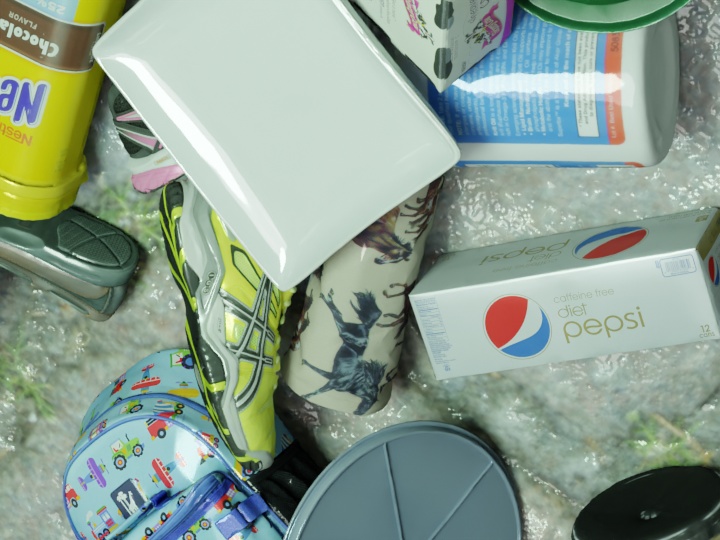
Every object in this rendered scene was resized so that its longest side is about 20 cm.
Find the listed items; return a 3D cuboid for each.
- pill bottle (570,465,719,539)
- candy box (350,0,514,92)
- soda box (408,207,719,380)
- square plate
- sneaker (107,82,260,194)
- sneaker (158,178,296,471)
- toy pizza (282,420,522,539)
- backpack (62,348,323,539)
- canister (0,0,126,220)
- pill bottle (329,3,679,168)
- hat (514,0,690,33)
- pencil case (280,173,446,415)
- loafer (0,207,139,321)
[{"bbox_3d":[0.219,0.240,1.525,0.111,0.112,0.201,-12,110,26],"label":"pill bottle"},{"bbox_3d":[0.002,-0.212,1.305,0.200,0.061,0.137,47,167,15],"label":"candy box"},{"bbox_3d":[0.137,0.015,1.476,0.199,0.068,0.064,-9,111,26],"label":"soda box"},{"bbox_3d":[-0.051,-0.107,1.407,0.198,0.028,0.200,51,136,-3],"label":"square plate"},{"bbox_3d":[-0.090,-0.124,1.499,0.199,0.080,0.087,-27,97,27],"label":"sneaker"},{"bbox_3d":[-0.075,0.035,1.520,0.076,0.075,0.202,-14,105,-14],"label":"sneaker"},{"bbox_3d":[0.024,0.196,1.559,0.032,0.199,0.202,21,129,55],"label":"toy pizza"},{"bbox_3d":[-0.121,0.166,1.618,0.182,0.135,0.200,-37,94,31],"label":"backpack"},{"bbox_3d":[-0.233,-0.156,1.535,0.148,0.087,0.201,27,120,13],"label":"canister"},{"bbox_3d":[0.086,-0.119,1.405,0.198,0.112,0.113,2,115,19],"label":"pill bottle"},{"bbox_3d":[0.098,-0.201,1.226,0.165,0.176,0.201,-26,99,26],"label":"hat"},{"bbox_3d":[0.000,0.000,1.521,0.077,0.090,0.201,6,120,-12],"label":"pencil case"},{"bbox_3d":[-0.253,-0.025,1.619,0.199,0.072,0.063,26,127,6],"label":"loafer"}]
